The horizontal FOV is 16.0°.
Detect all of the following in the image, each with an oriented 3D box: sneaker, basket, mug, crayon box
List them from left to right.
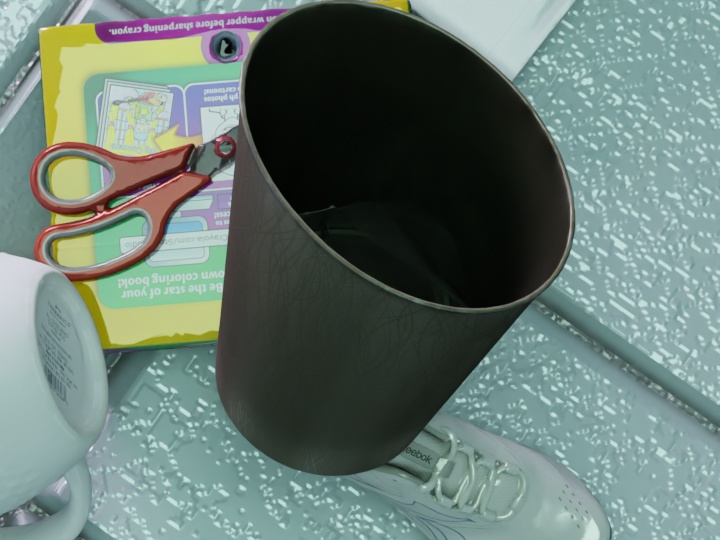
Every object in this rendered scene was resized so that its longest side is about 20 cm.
[{"bbox_3d":[-0.214,0.081,1.301,0.174,0.148,0.200,-15,131,15],"label":"mug"},{"bbox_3d":[-0.065,-0.048,1.362,0.199,0.058,0.174,-4,87,-1],"label":"crayon box"},{"bbox_3d":[0.000,0.000,1.218,0.136,0.200,0.181,-28,68,-29],"label":"basket"},{"bbox_3d":[0.040,0.107,1.338,0.199,0.087,0.075,25,85,0],"label":"sneaker"}]

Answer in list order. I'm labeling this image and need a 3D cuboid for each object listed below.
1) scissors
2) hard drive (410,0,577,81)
[{"bbox_3d":[-0.078,-0.052,1.327,0.199,0.014,0.074,-17,84,-2],"label":"scissors"},{"bbox_3d":[0.043,-0.213,1.391,0.200,0.027,0.132,39,86,2],"label":"hard drive"}]
